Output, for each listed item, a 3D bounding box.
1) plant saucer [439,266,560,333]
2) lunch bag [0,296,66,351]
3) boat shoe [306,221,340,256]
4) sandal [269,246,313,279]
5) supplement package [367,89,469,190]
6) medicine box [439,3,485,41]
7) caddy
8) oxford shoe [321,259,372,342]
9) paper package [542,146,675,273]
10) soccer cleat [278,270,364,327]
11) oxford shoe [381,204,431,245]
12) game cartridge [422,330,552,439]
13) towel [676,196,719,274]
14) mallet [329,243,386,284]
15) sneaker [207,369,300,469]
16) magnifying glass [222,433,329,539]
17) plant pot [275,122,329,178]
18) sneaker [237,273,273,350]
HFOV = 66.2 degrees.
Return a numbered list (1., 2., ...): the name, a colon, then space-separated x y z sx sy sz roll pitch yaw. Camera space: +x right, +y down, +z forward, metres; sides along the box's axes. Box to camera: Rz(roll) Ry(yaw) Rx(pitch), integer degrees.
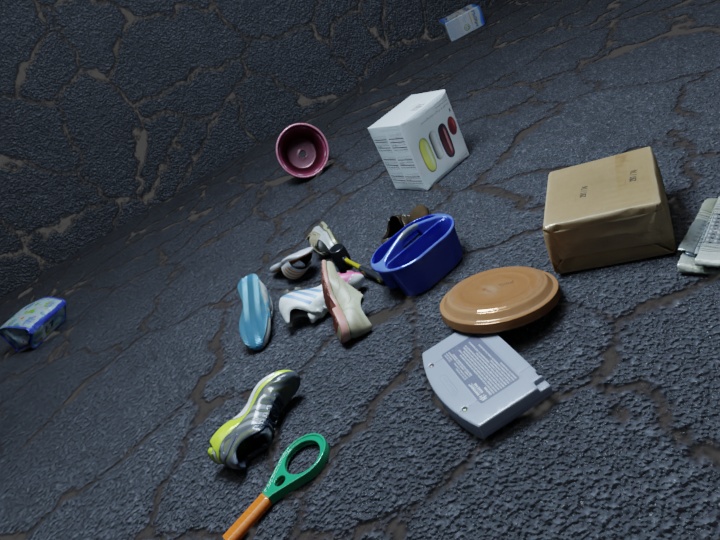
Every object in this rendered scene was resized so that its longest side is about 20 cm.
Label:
1. plant saucer: 0.229 0.040 0.925 0.198 0.033 0.201 -16 20 6
2. lunch bag: -1.155 0.184 1.969 0.199 0.128 0.170 -22 26 36
3. boat shoe: -0.093 -0.069 1.439 0.068 0.075 0.200 -36 20 -2
4. sandal: -0.169 -0.008 1.426 0.079 0.060 0.206 -25 0 -30
5. supplement package: 0.165 -0.359 1.539 0.191 0.201 0.147 -41 30 -22
6. medicine box: 0.544 -1.331 2.965 0.199 0.103 0.183 -25 27 10
7. caddy: 0.115 -0.042 1.139 0.200 0.105 0.141 -39 27 -19
8. oxford shoe: -0.033 0.056 1.126 0.073 0.071 0.201 -13 54 -12
9. paper package: 0.422 -0.104 0.952 0.189 0.104 0.201 -12 31 28
10. soccer cleat: -0.079 0.067 1.204 0.198 0.070 0.087 -18 58 4
11. oxford shoe: 0.109 -0.105 1.283 0.072 0.085 0.200 -10 31 37
12. game cartridge: 0.172 0.157 0.818 0.132 0.041 0.200 -28 26 -5
13. towel: 0.580 -0.059 0.796 0.199 0.035 0.193 2 40 47
14. mallet: 0.000 0.000 1.269 0.041 0.066 0.200 -39 43 -17
15. sneaker: -0.166 0.259 0.948 0.081 0.074 0.200 15 57 46
16. magnifying glass: -0.124 0.327 0.833 0.200 0.023 0.079 -42 29 -27
17. plant pot: -0.224 -0.453 2.114 0.199 0.201 0.179 -30 11 -3
18. sneaker: -0.232 0.102 1.273 0.076 0.081 0.201 -22 47 10
